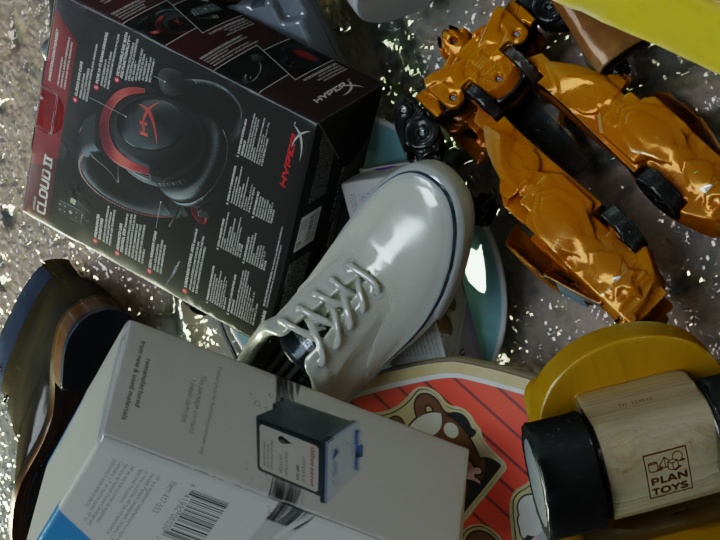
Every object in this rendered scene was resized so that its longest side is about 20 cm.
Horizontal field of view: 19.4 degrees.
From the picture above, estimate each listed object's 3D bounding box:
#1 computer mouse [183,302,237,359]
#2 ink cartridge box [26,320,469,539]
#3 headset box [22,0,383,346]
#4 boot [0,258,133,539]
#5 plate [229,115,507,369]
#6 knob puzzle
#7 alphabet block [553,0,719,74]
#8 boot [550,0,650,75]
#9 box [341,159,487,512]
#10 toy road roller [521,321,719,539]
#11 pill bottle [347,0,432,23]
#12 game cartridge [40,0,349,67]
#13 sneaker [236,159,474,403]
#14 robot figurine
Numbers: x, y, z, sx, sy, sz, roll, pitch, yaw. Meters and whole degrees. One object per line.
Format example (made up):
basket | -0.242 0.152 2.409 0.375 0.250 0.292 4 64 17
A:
computer mouse | -0.085 0.054 1.313 0.058 0.034 0.201 -25 77 36
ink cartridge box | -0.062 0.130 1.116 0.147 0.199 0.086 125 160 -45
headset box | -0.101 -0.073 1.196 0.199 0.075 0.149 27 124 20
boot | -0.201 0.091 1.397 0.097 0.074 0.201 47 124 49
plate | 0.000 0.000 1.227 0.199 0.026 0.202 12 116 27
knob puzzle | 0.059 0.135 1.162 0.218 0.030 0.221 12 115 27
alphabet block | 0.164 -0.214 0.948 0.194 0.200 0.197 22 113 -1
boot | 0.136 -0.232 1.097 0.188 0.068 0.200 -40 76 -1
box | 0.039 0.037 1.178 0.041 0.039 0.201 -7 105 35
toy road roller | 0.145 0.122 1.052 0.122 0.146 0.201 -14 110 -3
pill bottle | -0.020 -0.242 1.198 0.112 0.112 0.201 -45 67 30
game cartridge | -0.087 -0.099 1.265 0.199 0.042 0.134 -7 126 35
sneaker | -0.009 0.028 1.127 0.073 0.071 0.201 41 119 15
robot figurine | 0.111 -0.062 1.124 0.145 0.058 0.200 -44 63 -1
